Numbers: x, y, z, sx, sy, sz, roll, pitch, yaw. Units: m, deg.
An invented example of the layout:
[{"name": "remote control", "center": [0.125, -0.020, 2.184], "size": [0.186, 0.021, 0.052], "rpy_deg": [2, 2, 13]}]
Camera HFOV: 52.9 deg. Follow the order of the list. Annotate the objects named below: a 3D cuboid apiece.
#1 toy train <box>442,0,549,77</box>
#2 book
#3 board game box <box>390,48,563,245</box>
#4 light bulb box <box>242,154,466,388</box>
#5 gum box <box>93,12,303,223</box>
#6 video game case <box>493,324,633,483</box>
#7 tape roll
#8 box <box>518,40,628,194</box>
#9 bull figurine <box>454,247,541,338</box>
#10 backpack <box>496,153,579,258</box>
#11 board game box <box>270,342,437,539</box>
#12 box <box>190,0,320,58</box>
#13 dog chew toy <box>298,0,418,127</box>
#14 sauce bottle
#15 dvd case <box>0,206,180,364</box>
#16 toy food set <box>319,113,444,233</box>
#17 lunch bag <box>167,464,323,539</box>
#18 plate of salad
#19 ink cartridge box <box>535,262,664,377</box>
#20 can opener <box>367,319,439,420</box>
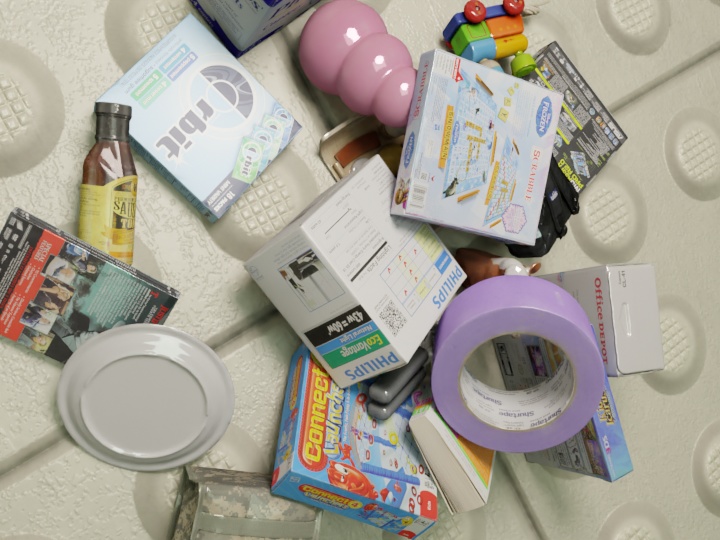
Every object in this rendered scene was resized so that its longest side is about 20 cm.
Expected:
[{"name": "toy train", "center": [0.230, -0.341, 1.075], "size": [0.199, 0.085, 0.117], "rpy_deg": [-19, 80, -23]}, {"name": "book", "center": [0.129, 0.202, 0.951], "size": [0.134, 0.048, 0.200], "rpy_deg": [61, 24, -6]}, {"name": "board game box", "center": [0.149, -0.148, 0.906], "size": [0.198, 0.041, 0.202], "rpy_deg": [12, 90, -25]}, {"name": "light bulb box", "center": [0.000, 0.000, 0.903], "size": [0.201, 0.124, 0.198], "rpy_deg": [53, 43, -10]}, {"name": "gum box", "center": [-0.201, -0.191, 0.916], "size": [0.200, 0.044, 0.170], "rpy_deg": [45, 71, -13]}, {"name": "video game case", "center": [0.275, 0.177, 1.004], "size": [0.045, 0.181, 0.202], "rpy_deg": [-17, 92, -23]}, {"name": "tape roll", "center": [0.185, 0.113, 0.870], "size": [0.198, 0.085, 0.202], "rpy_deg": [3, 114, 6]}, {"name": "box", "center": [0.306, -0.229, 1.130], "size": [0.160, 0.044, 0.200], "rpy_deg": [-46, 102, -19]}, {"name": "bull figurine", "center": [0.192, 0.025, 0.983], "size": [0.065, 0.200, 0.122], "rpy_deg": [-28, 113, -10]}, {"name": "backpack", "center": [0.211, -0.141, 1.028], "size": [0.163, 0.153, 0.201], "rpy_deg": [-52, 129, -37]}, {"name": "board game box", "center": [-0.001, 0.204, 0.901], "size": [0.195, 0.056, 0.201], "rpy_deg": [24, 41, -19]}, {"name": "box", "center": [-0.096, -0.381, 0.893], "size": [0.184, 0.200, 0.105], "rpy_deg": [-42, 101, -20]}, {"name": "dog chew toy", "center": [0.011, -0.260, 0.940], "size": [0.124, 0.125, 0.200], "rpy_deg": [-35, 68, -21]}, {"name": "sauce bottle", "center": [-0.293, -0.092, 0.840], "size": [0.065, 0.066, 0.202], "rpy_deg": [2, 98, -22]}, {"name": "dvd case", "center": [-0.326, 0.038, 0.819], "size": [0.199, 0.022, 0.147], "rpy_deg": [29, 107, -16]}, {"name": "toy food set", "center": [0.052, -0.135, 1.007], "size": [0.143, 0.060, 0.201], "rpy_deg": [-38, 99, -21]}, {"name": "lunch bag", "center": [-0.146, 0.346, 0.852], "size": [0.163, 0.117, 0.202], "rpy_deg": [14, 84, -24]}, {"name": "plate of salad", "center": [-0.246, 0.146, 0.842], "size": [0.198, 0.048, 0.202], "rpy_deg": [-3, 114, -7]}, {"name": "ink cartridge box", "center": [0.321, 0.072, 1.023], "size": [0.085, 0.200, 0.149], "rpy_deg": [-3, 86, -23]}, {"name": "can opener", "center": [0.059, 0.123, 0.953], "size": [0.200, 0.066, 0.053], "rpy_deg": [-43, 141, -53]}]
